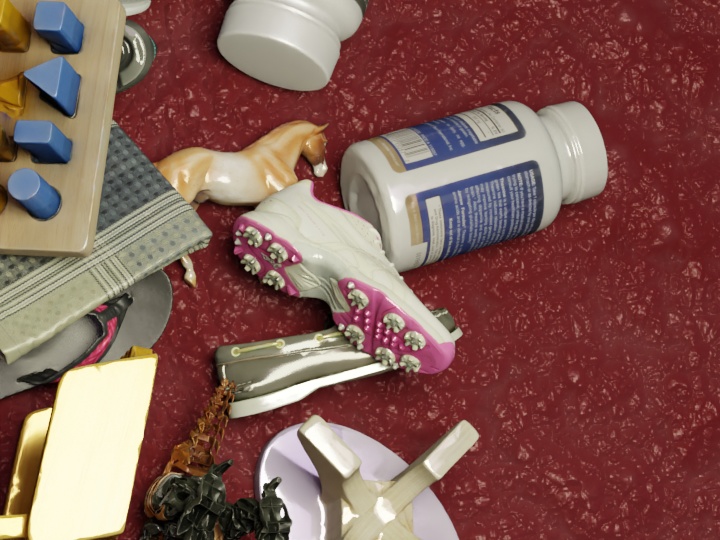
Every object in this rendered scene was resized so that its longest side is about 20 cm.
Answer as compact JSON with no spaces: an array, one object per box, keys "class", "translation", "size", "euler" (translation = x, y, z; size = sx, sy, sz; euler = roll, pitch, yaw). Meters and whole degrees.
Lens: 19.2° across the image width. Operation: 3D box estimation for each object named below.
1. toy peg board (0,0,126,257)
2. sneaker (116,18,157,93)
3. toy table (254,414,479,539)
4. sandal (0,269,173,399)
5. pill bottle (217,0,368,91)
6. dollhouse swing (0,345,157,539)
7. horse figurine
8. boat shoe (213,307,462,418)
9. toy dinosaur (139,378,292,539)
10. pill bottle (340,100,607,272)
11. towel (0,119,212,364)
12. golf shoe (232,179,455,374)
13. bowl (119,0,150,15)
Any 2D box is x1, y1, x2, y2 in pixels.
[{"class":"toy peg board","translation":[-0.292,-0.121,1.559],"size":[0.199,0.098,0.200],"euler":[3,76,12]},{"class":"sneaker","translation":[-0.253,-0.154,1.663],"size":[0.200,0.079,0.075],"euler":[-6,101,8]},{"class":"toy table","translation":[0.013,0.194,1.644],"size":[0.200,0.117,0.184],"euler":[35,71,-5]},{"class":"sandal","translation":[-0.233,0.054,1.625],"size":[0.200,0.045,0.075],"euler":[-23,90,-10]},{"class":"pill bottle","translation":[-0.040,-0.256,1.726],"size":[0.114,0.114,0.200],"euler":[22,73,-10]},{"class":"dollhouse swing","translation":[-0.261,0.136,1.534],"size":[0.176,0.200,0.182],"euler":[13,75,-12]},{"class":"horse figurine","translation":[-0.110,-0.054,1.698],"size":[0.200,0.050,0.133],"euler":[-4,85,-19]},{"class":"boat shoe","translation":[-0.017,0.061,1.687],"size":[0.202,0.072,0.060],"euler":[-18,88,-15]},{"class":"toy dinosaur","translation":[-0.128,0.184,1.596],"size":[0.102,0.136,0.200],"euler":[-5,91,-36]},{"class":"pill bottle","translation":[0.094,-0.074,1.726],"size":[0.200,0.111,0.111],"euler":[-16,83,-18]},{"class":"towel","translation":[-0.244,-0.036,1.629],"size":[0.200,0.035,0.193],"euler":[-32,63,-24]},{"class":"golf shoe","translation":[0.000,0.000,1.649],"size":[0.200,0.075,0.092],"euler":[36,53,8]},{"class":"bowl","translation":[-0.208,-0.254,1.663],"size":[0.201,0.201,0.090],"euler":[2,113,-15]}]
